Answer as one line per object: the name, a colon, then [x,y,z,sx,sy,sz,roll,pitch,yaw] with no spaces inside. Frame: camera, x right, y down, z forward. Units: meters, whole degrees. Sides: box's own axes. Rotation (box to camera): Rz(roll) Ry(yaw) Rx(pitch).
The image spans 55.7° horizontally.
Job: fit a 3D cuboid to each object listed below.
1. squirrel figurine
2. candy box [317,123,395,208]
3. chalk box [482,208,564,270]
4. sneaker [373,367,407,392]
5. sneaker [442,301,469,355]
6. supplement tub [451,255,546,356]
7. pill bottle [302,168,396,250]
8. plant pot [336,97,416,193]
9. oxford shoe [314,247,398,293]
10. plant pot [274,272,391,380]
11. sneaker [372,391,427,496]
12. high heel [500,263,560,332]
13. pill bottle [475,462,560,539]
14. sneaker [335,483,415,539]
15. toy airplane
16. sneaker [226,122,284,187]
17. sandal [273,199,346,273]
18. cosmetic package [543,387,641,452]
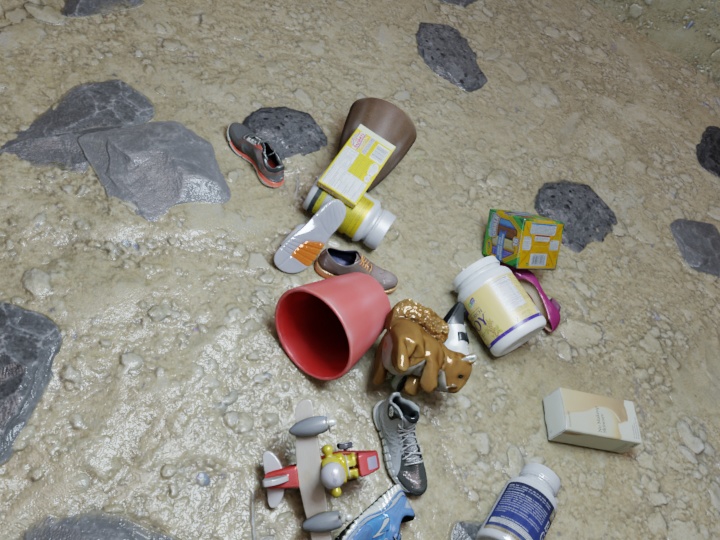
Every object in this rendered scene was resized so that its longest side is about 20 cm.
squirrel figurine: [0.138,0.155,1.369,0.186,0.142,0.200,14,59,-15]
candy box: [-0.007,-0.242,1.570,0.102,0.026,0.200,32,62,1]
chalk box: [0.395,-0.085,1.719,0.125,0.124,0.200,2,14,-24]
sneaker: [0.093,0.164,1.473,0.089,0.077,0.200,29,48,8]
sneaker: [0.210,0.165,1.525,0.088,0.074,0.200,27,60,-5]
supplement tub: [0.317,0.081,1.581,0.145,0.145,0.200,-19,67,-33]
pill bottle: [-0.024,-0.141,1.598,0.200,0.114,0.114,33,50,0]
plant pot: [0.018,-0.293,1.697,0.187,0.187,0.200,28,64,-5]
oxford shoe: [0.000,0.000,1.537,0.200,0.073,0.071,15,52,-15]
plant pot: [-0.043,0.099,1.388,0.200,0.200,0.177,49,42,12]
sneaker: [0.089,0.330,1.323,0.075,0.116,0.200,-10,62,-30]
high heel: [0.417,0.064,1.686,0.200,0.067,0.096,36,40,-2]
pill bottle: [0.315,0.476,1.329,0.111,0.111,0.200,41,51,6]
sneaker: [0.027,0.473,1.221,0.200,0.079,0.089,-30,71,-37]
toy airplane: [-0.078,0.359,1.209,0.200,0.141,0.199,41,68,-10]
sneaker: [-0.240,-0.294,1.625,0.077,0.082,0.200,-33,75,-37]
sandal: [-0.114,-0.077,1.531,0.207,0.059,0.079,-46,116,-12]
cosmetic package: [0.520,0.338,1.535,0.200,0.071,0.105,12,54,-17]
